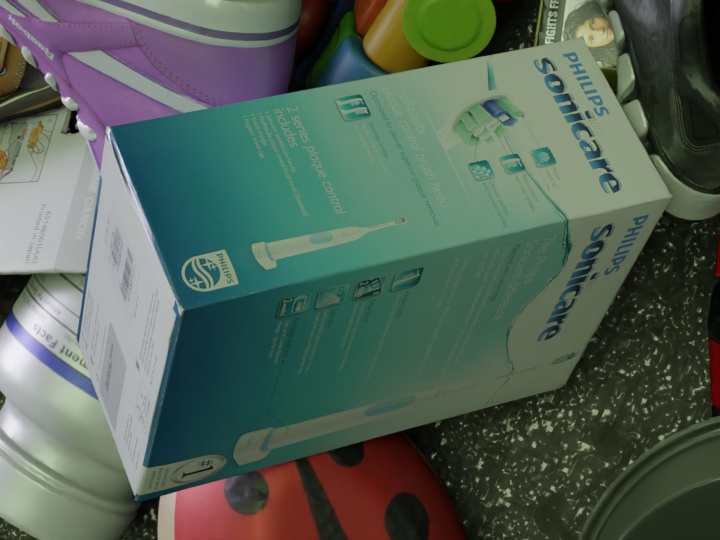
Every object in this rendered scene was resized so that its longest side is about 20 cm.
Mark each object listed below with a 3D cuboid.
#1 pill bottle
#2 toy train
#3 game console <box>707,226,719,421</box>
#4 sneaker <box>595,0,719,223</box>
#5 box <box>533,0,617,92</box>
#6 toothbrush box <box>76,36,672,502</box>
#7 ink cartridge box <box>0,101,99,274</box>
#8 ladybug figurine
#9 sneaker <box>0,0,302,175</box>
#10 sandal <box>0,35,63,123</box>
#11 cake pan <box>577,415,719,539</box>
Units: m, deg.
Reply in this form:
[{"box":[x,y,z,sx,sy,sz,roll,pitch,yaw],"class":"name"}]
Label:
[{"box":[-0.097,0.024,0.855,0.112,0.112,0.200,32,95,18],"class":"pill bottle"},{"box":[0.039,-0.130,0.792,0.085,0.116,0.200,27,118,-14],"class":"toy train"},{"box":[0.249,0.012,0.771,0.199,0.173,0.119,5,44,18],"class":"game console"},{"box":[0.123,-0.125,0.731,0.090,0.066,0.201,-32,73,57],"class":"sneaker"},{"box":[0.179,-0.109,0.815,0.199,0.050,0.076,8,86,17],"class":"box"},{"box":[0.000,0.000,0.740,0.199,0.147,0.085,-13,60,-20],"class":"toothbrush box"},{"box":[-0.167,-0.078,0.880,0.176,0.045,0.201,1,64,25],"class":"ink cartridge box"},{"box":[-0.012,0.135,0.809,0.136,0.072,0.200,-27,95,-15],"class":"ladybug figurine"},{"box":[-0.121,-0.092,0.767,0.200,0.073,0.115,27,127,23],"class":"sneaker"},{"box":[-0.165,-0.108,0.835,0.200,0.055,0.082,-23,57,13],"class":"sandal"},{"box":[0.177,0.155,0.763,0.200,0.037,0.201,5,105,17],"class":"cake pan"}]
